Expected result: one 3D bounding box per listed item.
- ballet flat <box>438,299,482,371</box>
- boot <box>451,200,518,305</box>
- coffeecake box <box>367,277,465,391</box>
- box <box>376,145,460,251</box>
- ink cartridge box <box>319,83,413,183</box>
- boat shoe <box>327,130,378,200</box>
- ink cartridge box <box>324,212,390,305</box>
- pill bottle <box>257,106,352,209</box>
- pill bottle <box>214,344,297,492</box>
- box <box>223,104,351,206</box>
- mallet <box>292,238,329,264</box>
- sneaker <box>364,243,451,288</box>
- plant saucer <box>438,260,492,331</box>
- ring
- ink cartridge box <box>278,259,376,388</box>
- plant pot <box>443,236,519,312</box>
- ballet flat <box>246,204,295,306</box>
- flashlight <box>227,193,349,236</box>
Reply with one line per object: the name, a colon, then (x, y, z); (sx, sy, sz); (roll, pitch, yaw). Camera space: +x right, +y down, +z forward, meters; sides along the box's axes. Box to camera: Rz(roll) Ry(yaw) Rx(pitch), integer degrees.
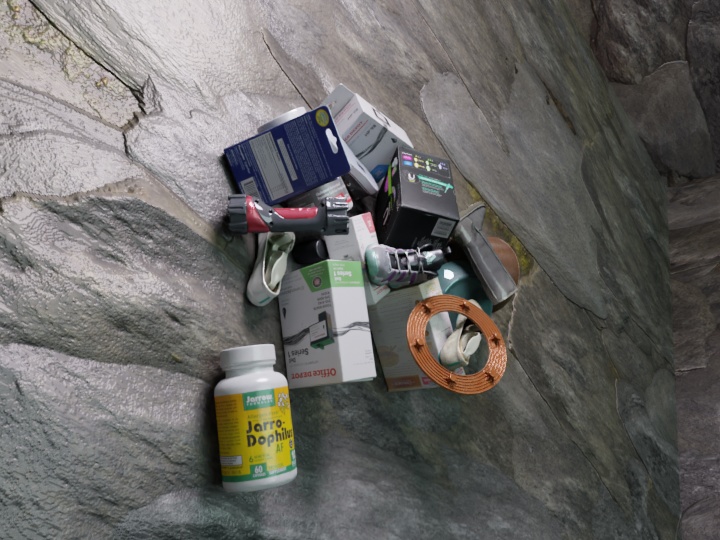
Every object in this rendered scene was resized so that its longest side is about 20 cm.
ballet flat: (0.215, 0.124, 1.134); (0.068, 0.062, 0.200); (55, 43, -17)
boot: (0.269, -0.039, 1.234); (0.200, 0.073, 0.181); (50, 42, 7)
coffeecake box: (0.105, 0.132, 1.173); (0.073, 0.153, 0.202); (-17, 91, -49)
box: (0.111, -0.128, 1.193); (0.123, 0.149, 0.201); (12, 43, -12)
ink cartridge box: (-0.001, -0.277, 1.202); (0.199, 0.116, 0.067); (25, 34, -41)
boat shoe: (-0.037, -0.204, 1.172); (0.200, 0.066, 0.070); (38, 28, -54)
ink cartridge box: (0.000, 0.000, 1.097); (0.116, 0.067, 0.202); (-30, 107, -69)
pill bottle: (-0.103, -0.185, 1.070); (0.114, 0.113, 0.201); (-37, 106, -47)
pill bottle: (-0.160, 0.217, 0.879); (0.112, 0.112, 0.202); (3, 75, -48)
box: (-0.121, -0.187, 0.995); (0.032, 0.198, 0.122); (-43, 113, -75)
mallet: (-0.060, 0.018, 1.120); (0.201, 0.065, 0.041); (59, 40, -39)
sneaker: (0.095, -0.020, 1.060); (0.200, 0.139, 0.079); (10, 68, -70)
plant saucer: (0.211, 0.081, 1.234); (0.198, 0.036, 0.202); (-5, 102, -27)
ring: (0.178, 0.128, 1.058); (0.198, 0.019, 0.202); (11, 52, -14)
ink cartridge box: (-0.062, 0.096, 1.003); (0.084, 0.145, 0.202); (2, 76, -46)
plant pot: (0.231, -0.001, 1.334); (0.199, 0.186, 0.189); (10, 70, -45)
ballet flat: (-0.145, -0.034, 1.012); (0.069, 0.069, 0.202); (32, 55, -38)
flashlight: (-0.119, -0.096, 0.976); (0.068, 0.198, 0.068); (-102, -169, -45)
